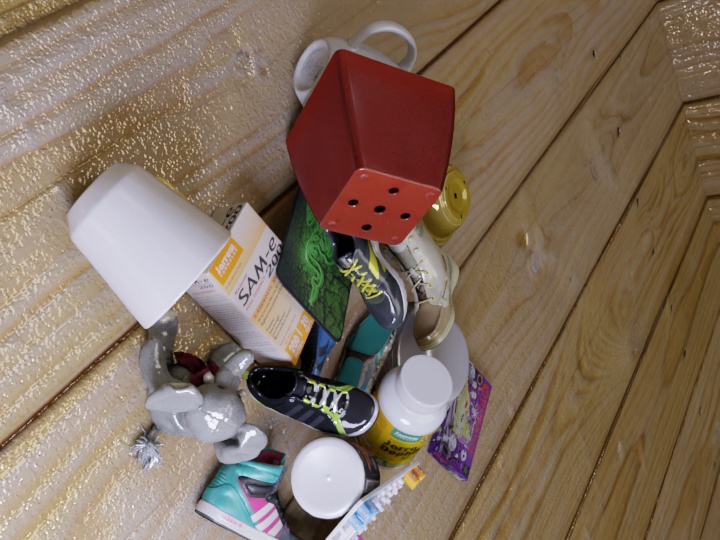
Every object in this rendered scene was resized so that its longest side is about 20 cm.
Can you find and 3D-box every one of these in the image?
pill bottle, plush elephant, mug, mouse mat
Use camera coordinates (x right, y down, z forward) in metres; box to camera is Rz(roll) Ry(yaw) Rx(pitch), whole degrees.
[{"bbox_3d":[0.068,0.216,1.246,0.110,0.201,0.115,11,52,-14],"label":"pill bottle"},{"bbox_3d":[-0.189,0.149,0.984,0.165,0.152,0.203,44,53,-38],"label":"plush elephant"},{"bbox_3d":[0.004,-0.296,1.251,0.173,0.200,0.149,22,34,-39],"label":"mug"},{"bbox_3d":[-0.029,0.299,1.164,0.200,0.104,0.109,59,36,-73],"label":"pill bottle"},{"bbox_3d":[-0.059,-0.016,1.186,0.161,0.007,0.203,49,35,-35],"label":"mouse mat"},{"bbox_3d":[-0.258,-0.040,0.954,0.153,0.186,0.150,43,81,-12],"label":"mug"}]

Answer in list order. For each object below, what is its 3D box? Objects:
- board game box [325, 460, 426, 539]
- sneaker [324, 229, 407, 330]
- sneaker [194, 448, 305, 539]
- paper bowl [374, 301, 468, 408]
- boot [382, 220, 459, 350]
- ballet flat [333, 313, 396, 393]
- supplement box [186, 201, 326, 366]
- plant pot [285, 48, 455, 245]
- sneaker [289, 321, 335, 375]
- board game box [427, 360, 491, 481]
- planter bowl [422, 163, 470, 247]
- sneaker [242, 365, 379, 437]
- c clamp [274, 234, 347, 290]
[{"bbox_3d":[-0.005,0.372,1.154,0.026,0.201,0.199,43,21,18],"label":"board game box"},{"bbox_3d":[0.000,0.000,1.212,0.084,0.074,0.203,-19,82,-55],"label":"sneaker"},{"bbox_3d":[-0.126,0.310,1.107,0.200,0.083,0.123,42,64,-38],"label":"sneaker"},{"bbox_3d":[0.114,0.154,1.401,0.198,0.103,0.206,10,77,-49],"label":"paper bowl"},{"bbox_3d":[0.092,0.012,1.303,0.155,0.071,0.202,50,37,-31],"label":"boot"},{"bbox_3d":[0.003,0.152,1.304,0.202,0.074,0.065,-59,157,-31],"label":"ballet flat"},{"bbox_3d":[-0.145,0.023,1.118,0.201,0.072,0.128,50,49,-35],"label":"supplement box"},{"bbox_3d":[0.018,-0.155,1.157,0.196,0.200,0.180,12,53,-24],"label":"plant pot"},{"bbox_3d":[-0.065,0.119,1.213,0.078,0.065,0.204,36,59,-46],"label":"sneaker"},{"bbox_3d":[0.192,0.280,1.542,0.120,0.032,0.203,49,50,-41],"label":"board game box"},{"bbox_3d":[0.146,-0.133,1.490,0.198,0.082,0.206,9,79,-51],"label":"planter bowl"},{"bbox_3d":[-0.072,0.175,1.100,0.083,0.195,0.073,69,33,-70],"label":"sneaker"},{"bbox_3d":[-0.060,-0.060,1.233,0.172,0.027,0.202,51,33,-23],"label":"c clamp"}]
